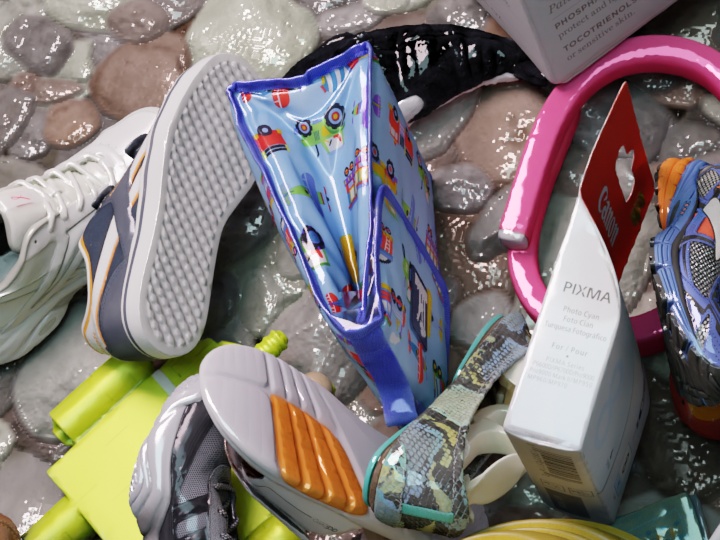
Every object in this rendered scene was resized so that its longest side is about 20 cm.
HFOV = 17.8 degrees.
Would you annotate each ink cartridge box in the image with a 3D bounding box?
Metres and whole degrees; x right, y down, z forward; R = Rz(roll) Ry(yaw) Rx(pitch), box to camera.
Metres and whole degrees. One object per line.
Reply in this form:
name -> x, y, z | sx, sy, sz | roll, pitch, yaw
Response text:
ink cartridge box -> 0.138, 0.022, 1.239 | 0.047, 0.160, 0.201 | 16, 75, 18

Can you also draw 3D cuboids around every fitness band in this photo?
fitness band -> 0.164, -0.046, 1.363 | 0.143, 0.037, 0.201 | 14, 73, 20

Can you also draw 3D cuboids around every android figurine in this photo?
android figurine -> -0.102, 0.121, 1.362 | 0.200, 0.041, 0.182 | -42, 63, -3

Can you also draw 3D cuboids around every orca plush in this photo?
orca plush -> 0.016, -0.116, 1.414 | 0.199, 0.071, 0.106 | -3, 66, 14

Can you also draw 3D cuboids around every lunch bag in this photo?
lunch bag -> 0.000, 0.000, 1.314 | 0.094, 0.151, 0.201 | -17, 59, 7

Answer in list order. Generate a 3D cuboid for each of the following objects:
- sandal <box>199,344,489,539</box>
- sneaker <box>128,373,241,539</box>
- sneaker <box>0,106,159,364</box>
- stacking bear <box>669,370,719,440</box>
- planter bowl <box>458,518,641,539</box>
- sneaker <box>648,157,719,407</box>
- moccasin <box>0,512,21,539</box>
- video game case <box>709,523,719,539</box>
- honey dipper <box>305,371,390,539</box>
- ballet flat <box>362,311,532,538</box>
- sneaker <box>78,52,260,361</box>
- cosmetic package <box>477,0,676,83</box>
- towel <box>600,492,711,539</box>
sandal -> -0.018, 0.118, 1.259 | 0.059, 0.206, 0.079 | -37, 33, 33
sneaker -> -0.072, 0.162, 1.275 | 0.113, 0.075, 0.201 | 9, 79, 20
sneaker -> -0.186, -0.031, 1.416 | 0.078, 0.099, 0.200 | 39, 81, 27
stacking bear -> 0.258, 0.076, 1.246 | 0.199, 0.114, 0.122 | 19, 115, 33
planter bowl -> 0.073, 0.195, 1.161 | 0.199, 0.084, 0.201 | -14, 50, 17
sneaker -> 0.199, -0.003, 1.237 | 0.078, 0.076, 0.200 | -9, 36, 15
moccasin -> -0.230, 0.235, 1.316 | 0.073, 0.078, 0.203 | 2, 80, 20
video game case -> 0.268, 0.167, 1.169 | 0.182, 0.024, 0.201 | 37, 119, 16
honey dipper -> 0.007, 0.147, 1.303 | 0.038, 0.038, 0.201 | -26, 72, 3
ballet flat -> 0.070, 0.088, 1.271 | 0.074, 0.075, 0.200 | 15, 34, 21
sneaker -> -0.120, -0.039, 1.386 | 0.079, 0.078, 0.201 | -10, 54, 45
cosmetic package -> 0.112, -0.259, 1.361 | 0.166, 0.200, 0.168 | -35, 49, -4
towel -> 0.143, 0.236, 1.256 | 0.146, 0.022, 0.201 | -18, 65, 8
